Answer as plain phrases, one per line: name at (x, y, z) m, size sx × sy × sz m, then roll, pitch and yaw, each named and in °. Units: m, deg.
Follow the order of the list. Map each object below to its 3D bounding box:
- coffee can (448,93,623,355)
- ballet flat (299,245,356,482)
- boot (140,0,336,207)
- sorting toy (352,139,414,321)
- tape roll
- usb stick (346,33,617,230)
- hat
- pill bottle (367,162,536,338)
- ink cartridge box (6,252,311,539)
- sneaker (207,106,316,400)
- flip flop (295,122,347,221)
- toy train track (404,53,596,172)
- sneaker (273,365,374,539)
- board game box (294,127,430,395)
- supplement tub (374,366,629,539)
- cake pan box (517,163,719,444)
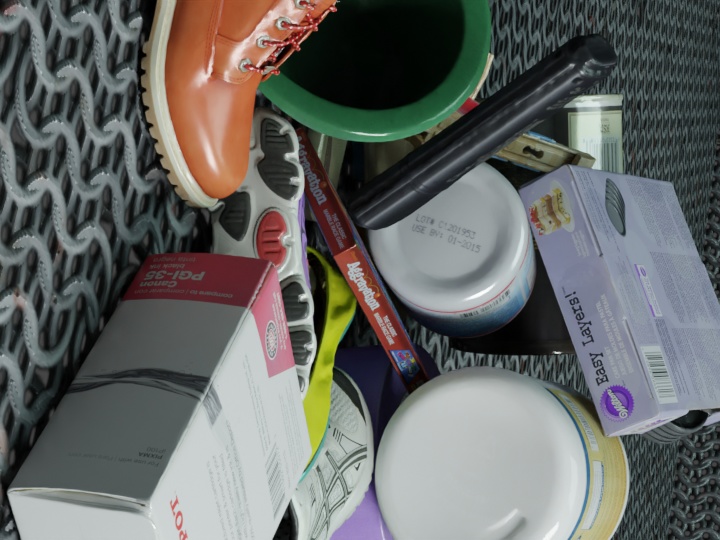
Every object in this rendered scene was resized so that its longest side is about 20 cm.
coffee can at (0.141, -0.040, 1.527) m, size 0.146 × 0.146 × 0.200 m, roll -15°, pitch 104°, yaw -72°
ballet flat at (-0.049, 0.055, 1.222) m, size 0.200 × 0.067 × 0.067 m, roll -72°, pitch 145°, yaw -51°
boot at (-0.062, -0.130, 1.055) m, size 0.075 × 0.107 × 0.200 m, roll -38°, pitch 131°, yaw -69°
sorting toy at (0.029, -0.076, 1.480) m, size 0.185 × 0.036 × 0.200 m, roll -44°, pitch 131°, yaw -65°
tape roll at (0.016, 0.154, 1.382) m, size 0.200 × 0.066 × 0.200 m, roll -6°, pitch 90°, yaw -71°
usb stick at (0.073, -0.085, 1.192) m, size 0.055 × 0.200 × 0.033 m, roll -17°, pitch 75°, yaw -59°
hat at (-0.013, -0.131, 1.228) m, size 0.166 × 0.200 × 0.176 m, roll -56°, pitch -177°, yaw -20°
pill bottle at (0.070, -0.010, 1.359) m, size 0.200 × 0.109 × 0.109 m, roll 56°, pitch 41°, yaw -77°
ink cartridge box at (-0.101, 0.107, 1.021) m, size 0.200 × 0.083 × 0.147 m, roll -65°, pitch 153°, yaw -49°
sneaker at (-0.056, 0.002, 1.156) m, size 0.083 × 0.081 × 0.200 m, roll 19°, pitch 75°, yaw -78°
flip flop at (-0.005, -0.130, 1.309) m, size 0.081 × 0.058 × 0.200 m, roll 45°, pitch 52°, yaw -67°
toy train track at (0.099, -0.092, 1.380) m, size 0.200 × 0.033 × 0.115 m, roll 15°, pitch 112°, yaw -37°
sneaker at (-0.043, 0.139, 1.226) m, size 0.088 × 0.076 × 0.200 m, roll 69°, pitch 30°, yaw -54°
board game box at (0.000, 0.000, 1.258) m, size 0.103 × 0.019 × 0.200 m, roll 64°, pitch 1°, yaw 34°
supplement tub at (0.106, 0.145, 1.325) m, size 0.200 × 0.145 × 0.145 m, roll 19°, pitch 76°, yaw -68°
cake pan box at (0.206, 0.025, 1.385) m, size 0.184 × 0.052 × 0.200 m, roll -1°, pitch 68°, yaw -56°
